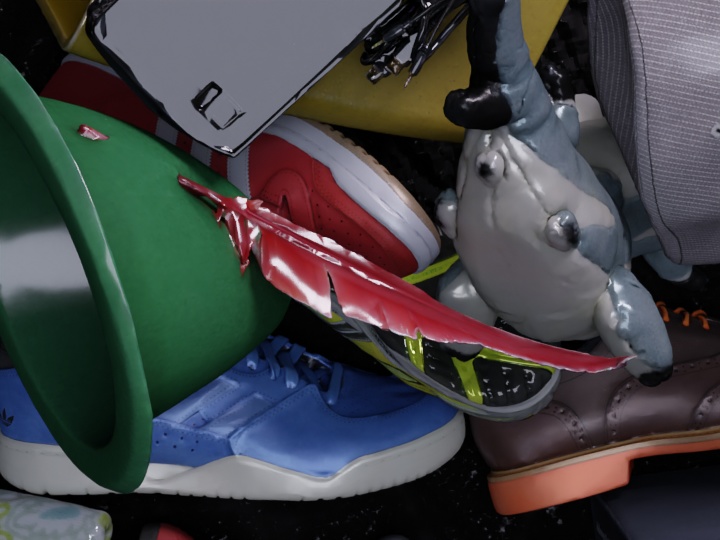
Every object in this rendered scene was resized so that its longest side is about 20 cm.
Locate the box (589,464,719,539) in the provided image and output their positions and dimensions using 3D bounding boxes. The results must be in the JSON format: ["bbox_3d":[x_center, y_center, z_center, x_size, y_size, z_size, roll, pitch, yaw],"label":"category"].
[{"bbox_3d":[0.174,0.191,1.196,0.124,0.200,0.197,-9,98,-2],"label":"box"}]

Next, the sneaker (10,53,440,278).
[{"bbox_3d":[-0.070,-0.017,1.156,0.200,0.071,0.113,26,65,35],"label":"sneaker"}]

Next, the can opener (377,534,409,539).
[{"bbox_3d":[0.026,0.216,1.275,0.053,0.067,0.201,-16,84,1],"label":"can opener"}]

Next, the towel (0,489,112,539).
[{"bbox_3d":[-0.200,0.183,1.250,0.171,0.048,0.201,9,103,4],"label":"towel"}]

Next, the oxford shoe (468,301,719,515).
[{"bbox_3d":[0.142,0.041,1.244,0.199,0.071,0.073,-19,92,1],"label":"oxford shoe"}]

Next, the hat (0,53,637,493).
[{"bbox_3d":[-0.040,-0.018,1.091,0.176,0.166,0.200,-21,88,-21],"label":"hat"}]

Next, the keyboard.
[{"bbox_3d":[0.002,-0.120,1.065,0.200,0.040,0.104,-42,95,-2],"label":"keyboard"}]

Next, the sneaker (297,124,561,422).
[{"bbox_3d":[0.000,0.000,1.222,0.075,0.076,0.200,-43,69,-11],"label":"sneaker"}]

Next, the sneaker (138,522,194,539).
[{"bbox_3d":[-0.068,0.212,1.255,0.098,0.071,0.201,9,95,-1],"label":"sneaker"}]

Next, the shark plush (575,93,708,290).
[{"bbox_3d":[0.136,-0.029,1.254,0.199,0.091,0.084,-6,122,-16],"label":"shark plush"}]

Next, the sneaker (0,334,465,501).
[{"bbox_3d":[-0.056,0.033,1.231,0.199,0.077,0.112,0,106,5],"label":"sneaker"}]

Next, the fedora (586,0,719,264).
[{"bbox_3d":[0.142,-0.065,1.131,0.090,0.177,0.200,-18,137,2],"label":"fedora"}]

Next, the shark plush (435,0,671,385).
[{"bbox_3d":[0.057,-0.039,1.082,0.091,0.083,0.200,-1,142,32],"label":"shark plush"}]

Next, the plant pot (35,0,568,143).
[{"bbox_3d":[-0.006,-0.157,1.158,0.176,0.200,0.200,24,98,-17],"label":"plant pot"}]
